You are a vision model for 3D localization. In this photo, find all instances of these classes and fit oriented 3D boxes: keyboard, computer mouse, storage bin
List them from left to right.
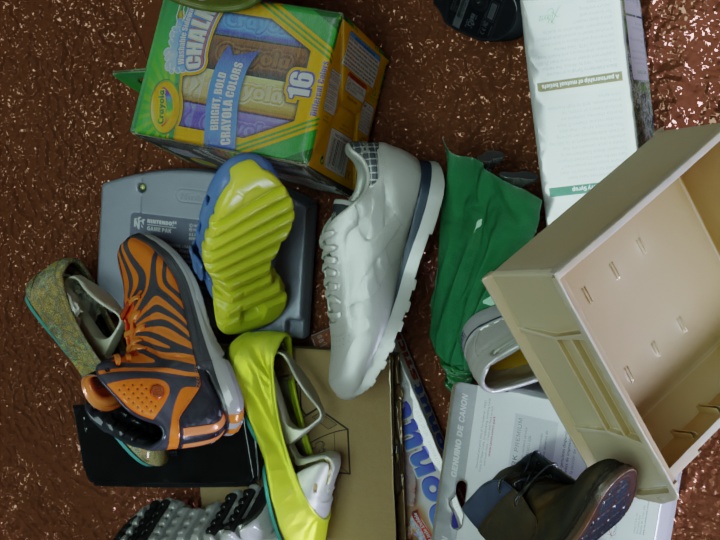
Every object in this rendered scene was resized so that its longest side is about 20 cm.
[{"bbox_3d":[-0.173,0.126,1.424,0.199,0.021,0.128,-4,97,34],"label":"keyboard"},{"bbox_3d":[0.057,-0.243,1.306,0.200,0.034,0.059,36,125,20],"label":"computer mouse"},{"bbox_3d":[0.218,0.028,1.146,0.094,0.200,0.199,-1,124,59],"label":"storage bin"}]

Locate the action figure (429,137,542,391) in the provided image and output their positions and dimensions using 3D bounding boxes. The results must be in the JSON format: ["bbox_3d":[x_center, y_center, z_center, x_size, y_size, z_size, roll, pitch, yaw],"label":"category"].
[{"bbox_3d":[0.091,0.008,1.290,0.118,0.055,0.201,42,130,46],"label":"action figure"}]

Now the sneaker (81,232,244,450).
[{"bbox_3d":[-0.180,0.057,1.327,0.200,0.112,0.078,59,147,29],"label":"sneaker"}]

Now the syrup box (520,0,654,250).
[{"bbox_3d":[0.177,-0.112,1.240,0.081,0.079,0.201,-5,94,21],"label":"syrup box"}]

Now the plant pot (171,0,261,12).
[{"bbox_3d":[-0.102,-0.305,1.240,0.186,0.187,0.201,0,71,22],"label":"plant pot"}]

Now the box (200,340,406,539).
[{"bbox_3d":[-0.053,0.144,1.377,0.199,0.021,0.164,2,98,31],"label":"box"}]

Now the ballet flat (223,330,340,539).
[{"bbox_3d":[-0.054,0.142,1.329,0.067,0.067,0.201,-19,86,17],"label":"ballet flat"}]

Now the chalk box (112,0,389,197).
[{"bbox_3d":[-0.098,-0.146,1.314,0.199,0.124,0.124,13,86,20],"label":"chalk box"}]

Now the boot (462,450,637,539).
[{"bbox_3d":[0.126,0.167,1.167,0.097,0.075,0.200,48,147,20],"label":"boot"}]

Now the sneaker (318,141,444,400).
[{"bbox_3d":[0.000,0.000,1.279,0.080,0.076,0.201,16,86,-17],"label":"sneaker"}]

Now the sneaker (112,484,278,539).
[{"bbox_3d":[-0.138,0.240,1.400,0.199,0.075,0.081,-12,122,40],"label":"sneaker"}]

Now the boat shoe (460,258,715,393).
[{"bbox_3d":[0.176,0.044,1.232,0.199,0.070,0.071,-16,126,2],"label":"boat shoe"}]

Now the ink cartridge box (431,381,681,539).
[{"bbox_3d":[0.152,0.189,1.280,0.175,0.084,0.201,11,100,20],"label":"ink cartridge box"}]

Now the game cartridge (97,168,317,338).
[{"bbox_3d":[-0.131,-0.020,1.402,0.199,0.041,0.134,7,102,21],"label":"game cartridge"}]

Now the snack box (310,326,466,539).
[{"bbox_3d":[0.028,0.133,1.357,0.072,0.024,0.201,-24,86,26],"label":"snack box"}]

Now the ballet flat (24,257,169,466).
[{"bbox_3d":[-0.212,0.072,1.392,0.071,0.071,0.200,-42,75,21],"label":"ballet flat"}]

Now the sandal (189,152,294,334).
[{"bbox_3d":[-0.103,-0.031,1.293,0.087,0.079,0.200,61,158,27],"label":"sandal"}]
